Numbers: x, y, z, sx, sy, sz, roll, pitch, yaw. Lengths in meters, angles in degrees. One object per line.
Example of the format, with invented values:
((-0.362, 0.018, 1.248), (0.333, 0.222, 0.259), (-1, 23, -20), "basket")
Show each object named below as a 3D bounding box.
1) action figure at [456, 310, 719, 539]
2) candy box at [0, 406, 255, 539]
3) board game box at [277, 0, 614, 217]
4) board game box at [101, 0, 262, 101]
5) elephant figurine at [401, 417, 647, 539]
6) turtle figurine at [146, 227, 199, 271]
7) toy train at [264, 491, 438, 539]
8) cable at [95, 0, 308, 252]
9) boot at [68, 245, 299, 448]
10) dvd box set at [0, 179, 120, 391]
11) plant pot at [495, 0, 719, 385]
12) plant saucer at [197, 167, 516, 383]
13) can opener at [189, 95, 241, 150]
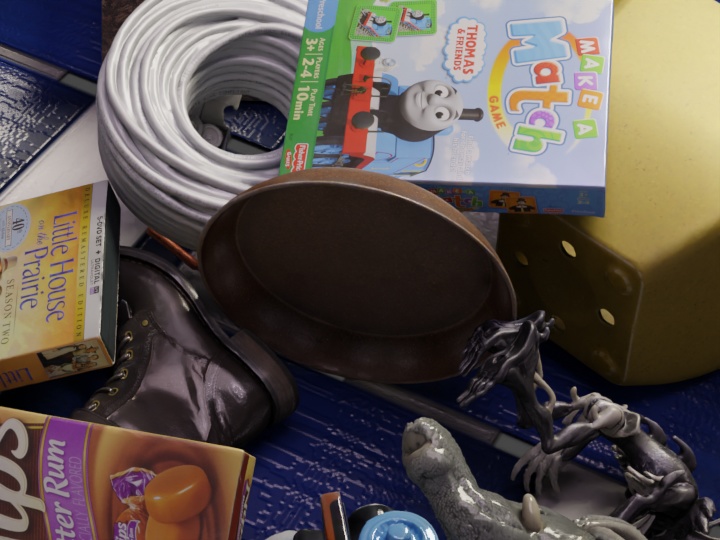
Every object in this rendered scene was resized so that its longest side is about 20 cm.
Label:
((0.135, 0.116, 1.061), (0.200, 0.102, 0.119), (44, 8, -16), "action figure")
((-0.167, 0.141, 0.978), (0.198, 0.056, 0.118), (9, 81, 6), "candy box")
((0.057, -0.106, 1.114), (0.198, 0.037, 0.152), (2, 57, 8), "board game box")
((-0.121, -0.233, 1.396), (0.158, 0.097, 0.201), (2, 43, -6), "board game box")
((0.114, 0.181, 0.949), (0.141, 0.156, 0.200), (-13, 45, -21), "elephant figurine")
((-0.035, -0.043, 1.230), (0.199, 0.065, 0.162), (15, 43, 8), "turtle figurine")
((-0.005, 0.211, 0.952), (0.113, 0.087, 0.201), (-6, 44, -6), "toy train")
((-0.076, -0.101, 1.175), (0.198, 0.069, 0.201), (7, 58, -8), "cable")
((-0.152, 0.079, 1.081), (0.199, 0.070, 0.174), (32, 49, 24), "boot")
((-0.248, 0.021, 1.108), (0.199, 0.030, 0.147), (-13, 44, 7), "dvd box set")
((0.194, -0.041, 1.179), (0.194, 0.196, 0.200), (35, 56, 27), "plant pot")
((0.000, 0.000, 1.088), (0.199, 0.201, 0.035), (12, 54, 5), "plant saucer")
((-0.104, -0.153, 1.268), (0.052, 0.066, 0.201), (17, 80, -8), "can opener")
